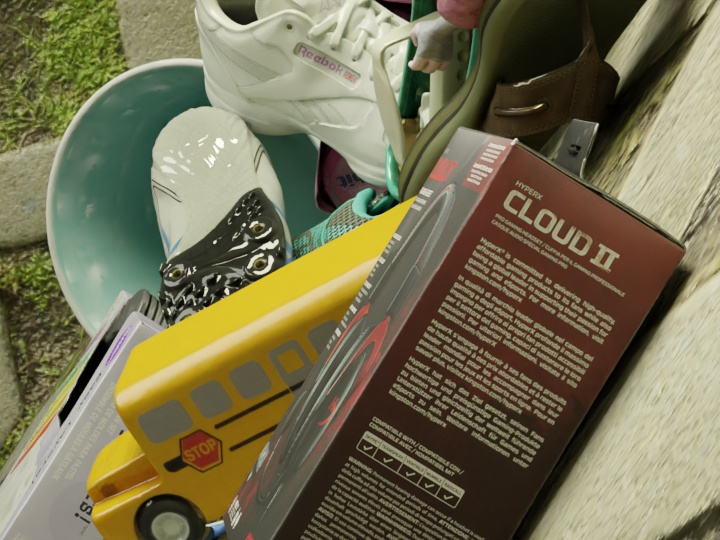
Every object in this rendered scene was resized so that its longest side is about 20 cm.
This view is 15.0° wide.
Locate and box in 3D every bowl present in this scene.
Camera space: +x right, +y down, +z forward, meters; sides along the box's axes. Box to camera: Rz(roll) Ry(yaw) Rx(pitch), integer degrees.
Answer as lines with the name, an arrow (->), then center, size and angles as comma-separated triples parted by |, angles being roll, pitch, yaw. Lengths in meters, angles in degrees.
bowl -> -0.075, -0.032, 1.624 | 0.201, 0.201, 0.105 | -55, -12, 23

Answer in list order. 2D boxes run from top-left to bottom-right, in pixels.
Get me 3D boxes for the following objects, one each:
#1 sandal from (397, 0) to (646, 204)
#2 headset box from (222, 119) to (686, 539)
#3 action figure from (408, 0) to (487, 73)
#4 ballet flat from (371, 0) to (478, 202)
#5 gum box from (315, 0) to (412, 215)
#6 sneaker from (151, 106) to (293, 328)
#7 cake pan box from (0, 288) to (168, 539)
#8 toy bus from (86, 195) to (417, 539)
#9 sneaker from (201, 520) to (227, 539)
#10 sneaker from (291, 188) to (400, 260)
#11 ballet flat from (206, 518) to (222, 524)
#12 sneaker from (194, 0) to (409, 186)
sandal -> 0.082, -0.075, 1.184 | 0.058, 0.079, 0.201 | 62, 144, 28
headset box -> 0.034, 0.035, 0.985 | 0.201, 0.075, 0.149 | -59, 7, 2
action figure -> 0.078, -0.159, 1.167 | 0.199, 0.135, 0.149 | -20, 13, -26
ballet flat -> 0.041, -0.119, 1.263 | 0.067, 0.070, 0.202 | 26, 117, 54
gum box -> 0.023, -0.131, 1.484 | 0.114, 0.066, 0.201 | -69, -13, -56
sneaker -> -0.063, -0.007, 1.353 | 0.071, 0.073, 0.200 | -21, 34, 7
cake pan box -> -0.152, 0.106, 1.473 | 0.201, 0.052, 0.184 | -57, 11, 1
toy bus -> -0.035, 0.049, 1.186 | 0.199, 0.079, 0.065 | -28, 20, 20
sneaker -> -0.088, 0.176, 1.195 | 0.147, 0.080, 0.200 | -61, 2, 12
sneaker -> 0.000, 0.000, 1.381 | 0.091, 0.077, 0.200 | -55, 17, -3
ballet flat -> -0.061, 0.066, 1.485 | 0.072, 0.072, 0.201 | -48, 14, 54
sneaker -> -0.006, -0.102, 1.368 | 0.075, 0.199, 0.100 | -52, -36, -34
